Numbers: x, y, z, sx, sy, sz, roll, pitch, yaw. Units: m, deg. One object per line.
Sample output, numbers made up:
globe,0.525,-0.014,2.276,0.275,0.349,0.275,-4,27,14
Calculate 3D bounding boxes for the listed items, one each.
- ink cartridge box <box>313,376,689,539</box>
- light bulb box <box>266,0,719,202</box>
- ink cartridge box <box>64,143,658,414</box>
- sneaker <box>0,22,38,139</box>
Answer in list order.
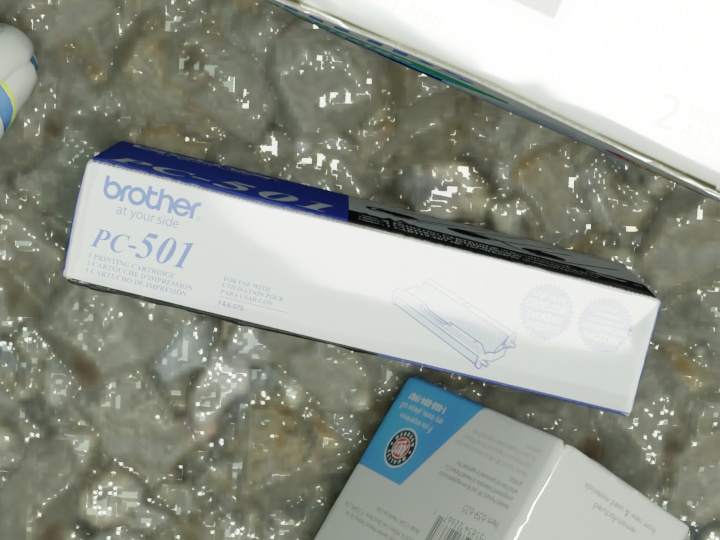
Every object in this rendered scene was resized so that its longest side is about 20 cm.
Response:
ink cartridge box,0.016,0.149,0.743,0.067,0.116,0.201,33,84,-27
light bulb box,0.059,-0.116,0.692,0.197,0.200,0.126,24,96,-3
ink cartridge box,0.000,0.000,0.751,0.198,0.094,0.045,13,97,-2
sneaker,-0.169,0.004,0.777,0.200,0.076,0.105,-43,107,12
